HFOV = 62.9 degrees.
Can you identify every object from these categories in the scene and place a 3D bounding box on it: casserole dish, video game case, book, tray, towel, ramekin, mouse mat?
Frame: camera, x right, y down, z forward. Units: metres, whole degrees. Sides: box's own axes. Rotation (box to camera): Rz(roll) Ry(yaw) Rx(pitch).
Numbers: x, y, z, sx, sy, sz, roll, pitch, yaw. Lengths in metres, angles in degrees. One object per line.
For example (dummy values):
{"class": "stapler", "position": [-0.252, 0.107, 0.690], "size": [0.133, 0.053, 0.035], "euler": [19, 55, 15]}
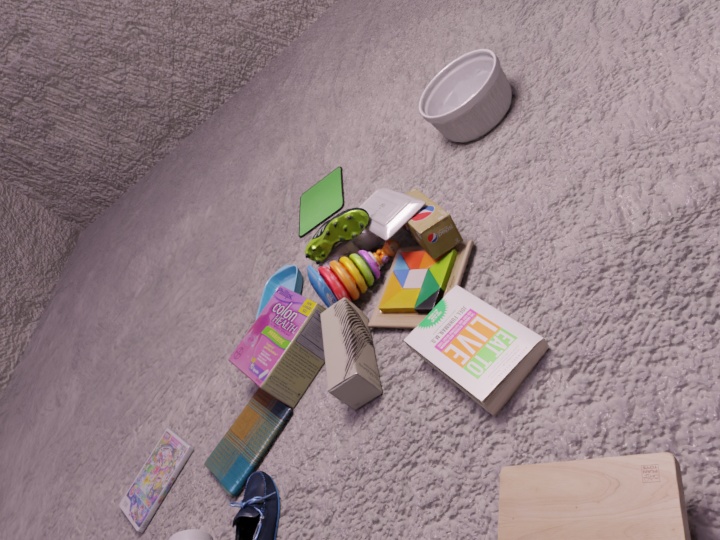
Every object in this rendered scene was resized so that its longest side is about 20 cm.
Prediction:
{"class": "casserole dish", "position": [-0.190, 0.073, 1.411], "size": [0.121, 0.039, 0.200], "euler": [-26, 38, 31]}
{"class": "video game case", "position": [-0.469, 0.474, 1.349], "size": [0.143, 0.018, 0.200], "euler": [8, 63, 52]}
{"class": "book", "position": [0.176, 0.115, 0.922], "size": [0.134, 0.048, 0.200], "euler": [-47, 38, -7]}
{"class": "tray", "position": [0.048, -0.125, 1.202], "size": [0.107, 0.022, 0.200], "euler": [-45, 26, -3]}
{"class": "towel", "position": [-0.228, 0.342, 1.199], "size": [0.200, 0.022, 0.147], "euler": [-54, 34, -12]}
{"class": "ramekin", "position": [0.238, -0.379, 1.308], "size": [0.200, 0.105, 0.201], "euler": [-30, 38, 26]}
{"class": "mouse mat", "position": [-0.109, -0.190, 1.612], "size": [0.161, 0.008, 0.200], "euler": [-33, 37, 24]}

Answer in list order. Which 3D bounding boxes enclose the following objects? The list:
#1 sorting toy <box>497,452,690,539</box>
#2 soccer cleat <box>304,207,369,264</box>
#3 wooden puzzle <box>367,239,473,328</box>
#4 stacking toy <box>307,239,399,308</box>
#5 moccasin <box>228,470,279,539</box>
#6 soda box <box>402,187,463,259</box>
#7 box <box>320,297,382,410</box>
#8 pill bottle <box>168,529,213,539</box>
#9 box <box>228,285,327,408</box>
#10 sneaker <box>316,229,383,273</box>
{"class": "sorting toy", "position": [0.250, 0.311, 0.625], "size": [0.200, 0.070, 0.199], "euler": [-20, 43, 36]}
{"class": "soccer cleat", "position": [-0.052, -0.088, 1.246], "size": [0.200, 0.067, 0.081], "euler": [-35, 30, 42]}
{"class": "wooden puzzle", "position": [0.108, 0.024, 1.113], "size": [0.200, 0.037, 0.185], "euler": [-7, 51, 46]}
{"class": "stacking toy", "position": [0.000, 0.000, 1.219], "size": [0.200, 0.116, 0.110], "euler": [-34, 27, -8]}
{"class": "moccasin", "position": [-0.182, 0.430, 1.011], "size": [0.080, 0.068, 0.200], "euler": [-37, 34, 17]}
{"class": "soda box", "position": [0.125, -0.097, 1.158], "size": [0.068, 0.064, 0.200], "euler": [-33, 27, 0]}
{"class": "box", "position": [-0.021, 0.150, 1.096], "size": [0.068, 0.082, 0.200], "euler": [-35, 37, 18]}
{"class": "pill bottle", "position": [-0.286, 0.544, 0.978], "size": [0.112, 0.112, 0.200], "euler": [-39, 34, 15]}
{"class": "box", "position": [-0.155, 0.153, 1.235], "size": [0.200, 0.097, 0.176], "euler": [-55, 33, -10]}
{"class": "sneaker", "position": [-0.025, -0.025, 1.288], "size": [0.200, 0.075, 0.115], "euler": [-26, 40, 39]}
